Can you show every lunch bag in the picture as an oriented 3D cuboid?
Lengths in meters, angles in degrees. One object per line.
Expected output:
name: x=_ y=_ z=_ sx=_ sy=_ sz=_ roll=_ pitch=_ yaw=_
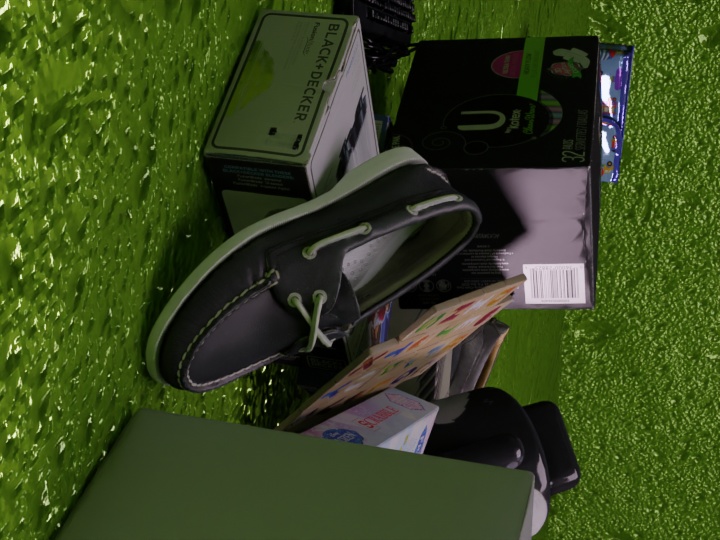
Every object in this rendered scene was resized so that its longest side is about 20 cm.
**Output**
lunch bag: x=0.291 y=-0.214 z=1.891 sx=0.094 sy=0.150 sz=0.201 roll=-46 pitch=141 yaw=-68

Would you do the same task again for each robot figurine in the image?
robot figurine: x=0.066 y=0.159 z=1.055 sx=0.125 sy=0.199 sz=0.151 roll=-126 pitch=-150 yaw=-47

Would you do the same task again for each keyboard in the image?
keyboard: x=0.025 y=-0.195 z=1.015 sx=0.200 sy=0.039 sz=0.105 roll=-21 pitch=117 yaw=-74

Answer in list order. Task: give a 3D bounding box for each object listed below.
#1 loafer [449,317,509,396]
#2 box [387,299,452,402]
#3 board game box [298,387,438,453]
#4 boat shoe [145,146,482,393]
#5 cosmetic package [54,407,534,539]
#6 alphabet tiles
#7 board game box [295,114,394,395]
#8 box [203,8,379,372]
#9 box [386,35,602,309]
loafer: x=0.115 y=0.143 z=1.503 sx=0.073 sy=0.072 sz=0.201 roll=36 pitch=63 yaw=-76
box: x=0.042 y=0.049 z=1.150 sx=0.082 sy=0.068 sz=0.201 roll=-47 pitch=142 yaw=-70
board game box: x=-0.023 y=0.187 z=0.885 sx=0.201 sy=0.041 sz=0.199 roll=-71 pitch=164 yaw=9
boat shoe: x=-0.020 y=0.004 z=0.706 sx=0.200 sy=0.060 sz=0.076 roll=-39 pitch=147 yaw=-24
cosmetic package: x=-0.026 y=0.190 z=0.649 sx=0.123 sy=0.198 sz=0.201 roll=-65 pitch=158 yaw=-51
alphabet tiles: x=0.025 y=0.061 z=0.905 sx=0.166 sy=0.006 sz=0.200 roll=-42 pitch=166 yaw=29
board game box: x=0.000 y=0.000 z=1.017 sx=0.135 sy=0.034 sz=0.201 roll=55 pitch=44 yaw=-72
box: x=-0.031 y=-0.043 z=0.813 sx=0.201 sy=0.060 sz=0.117 roll=80 pitch=22 yaw=-53
box: x=0.106 y=-0.077 z=1.023 sx=0.200 sy=0.147 sz=0.125 roll=-75 pitch=161 yaw=-53
